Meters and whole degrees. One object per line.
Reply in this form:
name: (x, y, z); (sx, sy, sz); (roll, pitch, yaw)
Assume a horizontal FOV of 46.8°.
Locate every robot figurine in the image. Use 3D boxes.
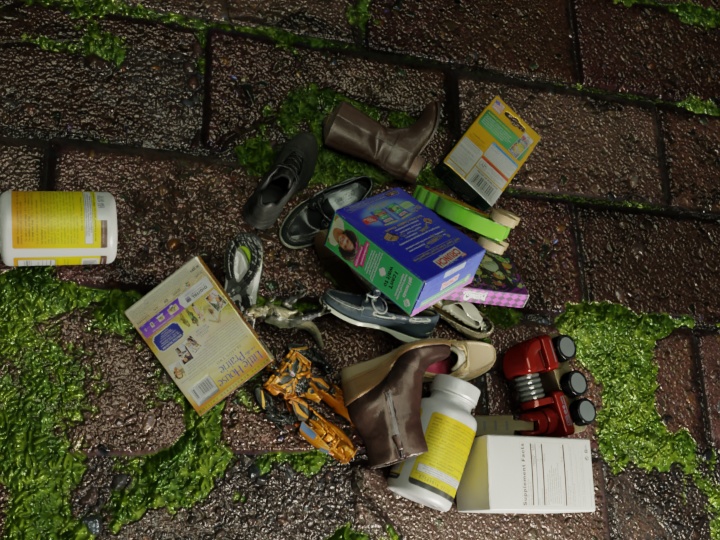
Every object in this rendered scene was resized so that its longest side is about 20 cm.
robot figurine: (-0.072, 0.208, 1.336); (0.200, 0.058, 0.145); (40, 62, -6)

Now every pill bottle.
pill bottle: (0.125, 0.277, 1.354); (0.111, 0.111, 0.202); (26, 73, -12)
pill bottle: (-0.467, -0.063, 1.235); (0.198, 0.109, 0.110); (-2, 75, -22)

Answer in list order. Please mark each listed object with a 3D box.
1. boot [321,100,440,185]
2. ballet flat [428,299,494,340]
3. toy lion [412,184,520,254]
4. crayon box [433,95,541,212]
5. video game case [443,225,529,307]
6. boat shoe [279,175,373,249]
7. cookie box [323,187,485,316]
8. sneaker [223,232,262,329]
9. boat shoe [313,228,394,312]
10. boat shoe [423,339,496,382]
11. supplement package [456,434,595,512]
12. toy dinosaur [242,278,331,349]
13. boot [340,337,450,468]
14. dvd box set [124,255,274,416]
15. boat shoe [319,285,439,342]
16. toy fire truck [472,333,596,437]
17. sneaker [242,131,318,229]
boot: (0.037, -0.273, 1.529); (0.198, 0.064, 0.188); (24, 65, -8)
ballet flat: (0.153, 0.056, 1.461); (0.199, 0.075, 0.068); (32, 71, -10)
toy lion: (0.177, -0.100, 1.450); (0.190, 0.200, 0.069); (25, 100, 9)
crayon box: (0.245, -0.222, 1.596); (0.126, 0.052, 0.200); (41, 65, -5)
video game case: (0.178, -0.014, 1.466); (0.198, 0.036, 0.182); (7, 38, -19)
boat shoe: (-0.052, -0.106, 1.435); (0.198, 0.066, 0.075); (-29, 86, -26)
cookie box: (0.072, -0.037, 1.350); (0.200, 0.076, 0.170); (39, 40, 26)
sneaker: (-0.190, 0.042, 1.333); (0.073, 0.081, 0.202); (14, 88, 4)
boat shoe: (0.000, 0.000, 1.426); (0.200, 0.071, 0.065); (50, 58, -12)
boat shoe: (0.155, 0.157, 1.435); (0.198, 0.069, 0.075); (-7, 77, -23)
supplement package: (0.273, 0.344, 1.395); (0.198, 0.121, 0.121); (6, 72, -19)
toy dinosaur: (-0.101, 0.067, 1.313); (0.199, 0.088, 0.048); (27, 28, -46)
boot: (0.076, 0.208, 1.316); (0.198, 0.072, 0.168); (-18, 71, -12)
dvd box set: (-0.247, 0.100, 1.280); (0.146, 0.029, 0.201); (-38, 89, 4)
boat shoe: (0.032, 0.063, 1.359); (0.198, 0.075, 0.062); (21, 112, -6)
toy fire truck: (0.282, 0.215, 1.453); (0.198, 0.128, 0.178); (-7, 76, -33)
sneaker: (-0.123, -0.160, 1.411); (0.076, 0.091, 0.201); (31, 64, -8)
